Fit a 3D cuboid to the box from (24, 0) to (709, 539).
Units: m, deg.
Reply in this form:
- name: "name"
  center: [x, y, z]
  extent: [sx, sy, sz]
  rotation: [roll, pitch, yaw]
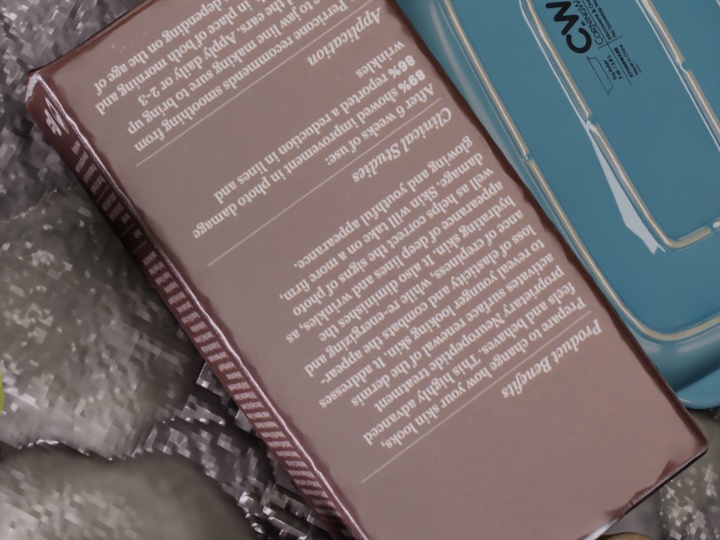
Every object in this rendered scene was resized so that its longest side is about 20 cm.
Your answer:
- name: "box"
  center: [0.000, 0.000, 0.818]
  extent: [0.100, 0.075, 0.200]
  rotation: [-35, 91, -10]

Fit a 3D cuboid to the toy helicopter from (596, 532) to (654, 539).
- name: "toy helicopter"
  center: [0.098, 0.174, 0.822]
  extent: [0.132, 0.079, 0.201]
  rotation: [-11, 90, -37]

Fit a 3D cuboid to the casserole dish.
- name: "casserole dish"
  center: [0.080, -0.052, 0.884]
  extent: [0.121, 0.039, 0.200]
  rotation: [-29, 89, -22]

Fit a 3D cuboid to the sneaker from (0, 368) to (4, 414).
- name: "sneaker"
  center: [-0.177, 0.064, 0.733]
  extent: [0.200, 0.105, 0.076]
  rotation: [-38, 93, -22]
